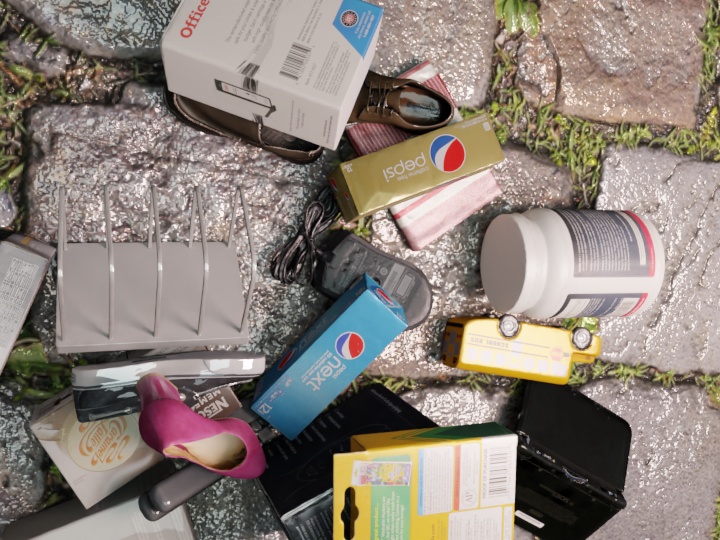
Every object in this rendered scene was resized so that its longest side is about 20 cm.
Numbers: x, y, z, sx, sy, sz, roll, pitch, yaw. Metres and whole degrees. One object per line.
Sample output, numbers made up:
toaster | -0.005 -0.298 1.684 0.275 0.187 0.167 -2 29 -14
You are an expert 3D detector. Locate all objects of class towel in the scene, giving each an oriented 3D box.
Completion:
towel | 0.077 -0.145 1.024 0.144 0.023 0.201 -33 103 -10

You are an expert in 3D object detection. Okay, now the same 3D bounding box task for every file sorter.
file sorter | -0.219 -0.010 0.855 0.199 0.139 0.125 -2 140 -18

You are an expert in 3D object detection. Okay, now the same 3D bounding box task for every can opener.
can opener | -0.173 0.206 0.918 0.200 0.053 0.067 -23 76 -52

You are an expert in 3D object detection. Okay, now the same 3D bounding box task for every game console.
game console | 0.267 0.265 1.128 0.199 0.117 0.176 31 116 -18

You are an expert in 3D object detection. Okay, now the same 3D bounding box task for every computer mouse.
computer mouse | 0.000 0.000 1.001 0.199 0.053 0.139 35 83 -7

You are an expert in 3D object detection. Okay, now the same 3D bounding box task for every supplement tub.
supplement tub | 0.270 -0.009 1.037 0.199 0.140 0.141 0 95 -18

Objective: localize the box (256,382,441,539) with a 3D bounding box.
box | -0.006 0.247 0.941 0.196 0.200 0.125 -28 105 -13

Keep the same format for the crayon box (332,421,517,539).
crayon box | 0.060 0.230 0.828 0.199 0.052 0.127 -1 97 -19

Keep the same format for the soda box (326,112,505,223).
soda box | 0.065 -0.122 0.964 0.199 0.068 0.064 -22 90 -16

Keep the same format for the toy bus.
toy bus | 0.213 0.102 1.062 0.199 0.065 0.079 10 86 -15

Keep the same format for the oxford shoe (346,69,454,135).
oxford shoe | 0.017 -0.205 0.948 0.199 0.084 0.073 4 94 -11

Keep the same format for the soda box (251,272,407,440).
soda box | -0.038 0.102 0.955 0.068 0.064 0.200 42 102 -14

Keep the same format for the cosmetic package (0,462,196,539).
cosmetic package | -0.292 0.310 0.916 0.199 0.090 0.108 -16 99 -13

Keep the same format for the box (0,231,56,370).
box | -0.375 0.064 0.824 0.048 0.158 0.201 24 89 -19

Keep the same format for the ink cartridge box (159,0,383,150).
ink cartridge box | -0.093 -0.239 0.873 0.199 0.084 0.147 20 66 2

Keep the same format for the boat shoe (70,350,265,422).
boat shoe | -0.198 0.124 0.849 0.199 0.072 0.068 -5 93 -14

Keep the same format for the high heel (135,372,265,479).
high heel | -0.148 0.183 0.810 0.067 0.096 0.200 -33 131 -1

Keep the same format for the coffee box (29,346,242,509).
coffee box | -0.251 0.155 0.914 0.199 0.080 0.115 -32 104 -13

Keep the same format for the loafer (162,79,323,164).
loafer | -0.125 -0.181 0.926 0.199 0.071 0.073 17 90 -19
